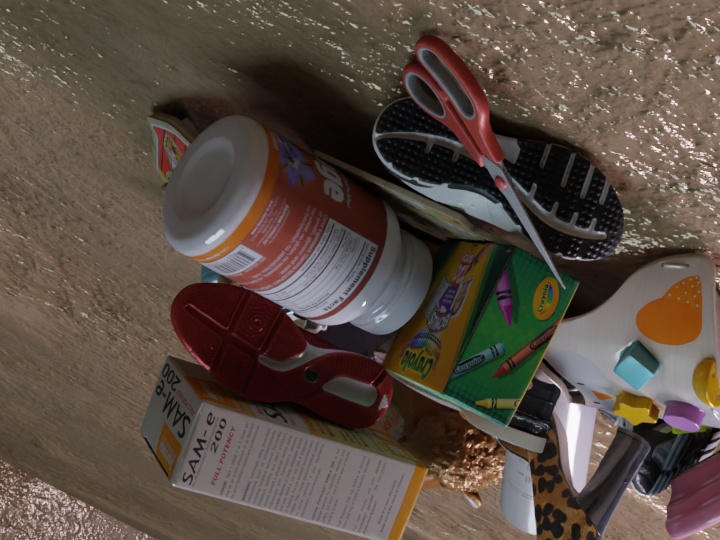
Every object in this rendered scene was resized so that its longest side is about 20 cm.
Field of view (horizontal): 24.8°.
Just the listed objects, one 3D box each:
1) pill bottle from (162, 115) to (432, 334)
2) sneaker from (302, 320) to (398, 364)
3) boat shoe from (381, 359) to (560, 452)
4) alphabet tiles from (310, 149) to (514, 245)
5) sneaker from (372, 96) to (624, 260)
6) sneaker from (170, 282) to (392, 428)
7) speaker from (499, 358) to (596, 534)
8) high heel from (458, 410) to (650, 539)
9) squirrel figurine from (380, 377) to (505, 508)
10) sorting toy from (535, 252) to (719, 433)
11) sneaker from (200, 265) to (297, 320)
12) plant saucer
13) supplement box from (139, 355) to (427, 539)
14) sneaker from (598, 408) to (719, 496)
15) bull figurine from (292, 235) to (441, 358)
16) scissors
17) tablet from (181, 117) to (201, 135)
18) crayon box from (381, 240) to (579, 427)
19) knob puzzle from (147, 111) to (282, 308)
[{"bbox_3d":[-0.043,-0.027,1.243,0.200,0.112,0.112,29,160,-36],"label":"pill bottle"},{"bbox_3d":[0.024,0.091,1.592,0.200,0.116,0.076,11,158,28],"label":"sneaker"},{"bbox_3d":[0.096,0.094,1.392,0.076,0.060,0.200,22,-178,-44],"label":"boat shoe"},{"bbox_3d":[0.048,-0.044,1.288,0.200,0.006,0.166,25,176,25],"label":"alphabet tiles"},{"bbox_3d":[0.100,-0.068,1.192,0.200,0.074,0.080,27,175,-6],"label":"sneaker"},{"bbox_3d":[-0.080,0.066,1.312,0.200,0.078,0.115,33,171,-25],"label":"sneaker"},{"bbox_3d":[0.174,0.148,1.506,0.081,0.081,0.200,15,128,18],"label":"speaker"},{"bbox_3d":[0.131,0.177,1.387,0.200,0.143,0.071,15,152,43],"label":"high heel"},{"bbox_3d":[0.098,0.201,1.782,0.200,0.142,0.187,5,161,44],"label":"squirrel figurine"},{"bbox_3d":[0.228,0.081,1.339,0.180,0.107,0.200,-3,151,31],"label":"sorting toy"},{"bbox_3d":[-0.058,0.024,1.548,0.200,0.082,0.074,17,161,12],"label":"sneaker"},{"bbox_3d":[0.347,0.165,1.414,0.051,0.200,0.201,62,163,11],"label":"plant saucer"},{"bbox_3d":[-0.063,0.143,1.309,0.200,0.074,0.126,19,-173,-23],"label":"supplement box"},{"bbox_3d":[0.247,0.140,1.480,0.115,0.075,0.200,34,-166,25],"label":"sneaker"},{"bbox_3d":[0.000,0.000,1.388,0.200,0.122,0.065,18,164,-9],"label":"bull figurine"},{"bbox_3d":[0.094,-0.072,1.114,0.200,0.014,0.073,54,154,-3],"label":"scissors"},{"bbox_3d":[-0.112,-0.043,1.430,0.130,0.014,0.200,56,169,17],"label":"tablet"},{"bbox_3d":[0.086,0.043,1.247,0.058,0.119,0.200,28,176,-12],"label":"crayon box"},{"bbox_3d":[-0.127,-0.046,1.358,0.220,0.030,0.220,52,164,22],"label":"knob puzzle"}]
